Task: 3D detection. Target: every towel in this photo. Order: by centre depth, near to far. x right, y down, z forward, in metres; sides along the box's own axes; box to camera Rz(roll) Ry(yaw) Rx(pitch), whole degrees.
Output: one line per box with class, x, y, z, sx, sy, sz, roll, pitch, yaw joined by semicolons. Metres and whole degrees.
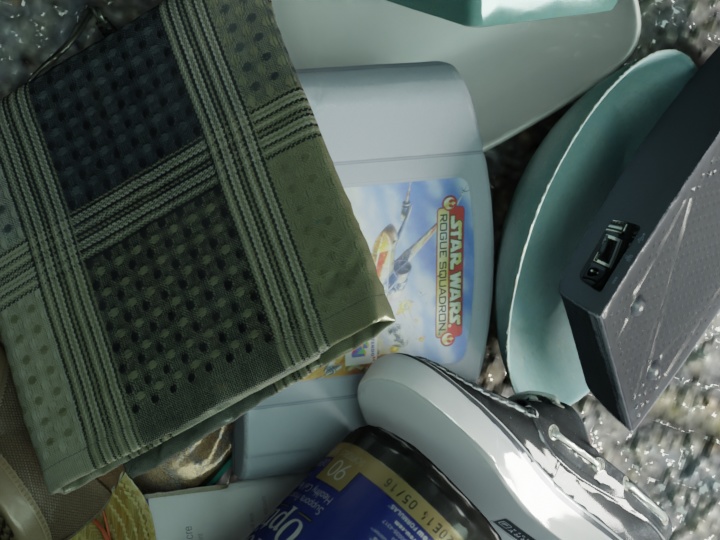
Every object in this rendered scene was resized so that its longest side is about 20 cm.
towel;-0.092;-0.018;0.925;0.192;0.034;0.201;-27;68;19

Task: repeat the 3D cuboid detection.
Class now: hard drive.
hard drive;0.173;-0.028;1.058;0.200;0.042;0.135;-53;149;-19

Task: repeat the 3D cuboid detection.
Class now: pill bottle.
pill bottle;-0.029;0.178;0.938;0.200;0.112;0.112;-44;110;-15

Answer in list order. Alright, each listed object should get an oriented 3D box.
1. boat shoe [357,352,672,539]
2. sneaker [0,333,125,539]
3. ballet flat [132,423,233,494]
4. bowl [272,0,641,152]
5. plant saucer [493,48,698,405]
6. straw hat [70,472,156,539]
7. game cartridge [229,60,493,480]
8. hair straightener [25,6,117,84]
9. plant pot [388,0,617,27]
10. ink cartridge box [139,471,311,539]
boat shoe;0.082;0.093;0.995;0.200;0.072;0.068;40;60;-20
sneaker;-0.193;0.045;0.981;0.075;0.070;0.201;-31;85;-32
ballet flat;-0.051;0.038;1.038;0.200;0.068;0.067;-45;103;-7
bowl;0.022;-0.158;1.016;0.199;0.075;0.201;-29;109;-11
plant saucer;0.116;-0.025;1.051;0.201;0.039;0.202;-41;144;-39
straw hat;-0.180;0.184;1.009;0.201;0.201;0.085;-36;150;-8
game cartridge;0.000;0.000;0.987;0.132;0.042;0.202;-5;107;-15
hair straightener;-0.134;-0.030;0.980;0.076;0.041;0.202;-4;81;-9
plant pot;0.062;-0.218;0.895;0.141;0.141;0.202;-13;115;-35
ink cartridge box;-0.003;0.198;1.019;0.198;0.047;0.199;-6;82;-10
